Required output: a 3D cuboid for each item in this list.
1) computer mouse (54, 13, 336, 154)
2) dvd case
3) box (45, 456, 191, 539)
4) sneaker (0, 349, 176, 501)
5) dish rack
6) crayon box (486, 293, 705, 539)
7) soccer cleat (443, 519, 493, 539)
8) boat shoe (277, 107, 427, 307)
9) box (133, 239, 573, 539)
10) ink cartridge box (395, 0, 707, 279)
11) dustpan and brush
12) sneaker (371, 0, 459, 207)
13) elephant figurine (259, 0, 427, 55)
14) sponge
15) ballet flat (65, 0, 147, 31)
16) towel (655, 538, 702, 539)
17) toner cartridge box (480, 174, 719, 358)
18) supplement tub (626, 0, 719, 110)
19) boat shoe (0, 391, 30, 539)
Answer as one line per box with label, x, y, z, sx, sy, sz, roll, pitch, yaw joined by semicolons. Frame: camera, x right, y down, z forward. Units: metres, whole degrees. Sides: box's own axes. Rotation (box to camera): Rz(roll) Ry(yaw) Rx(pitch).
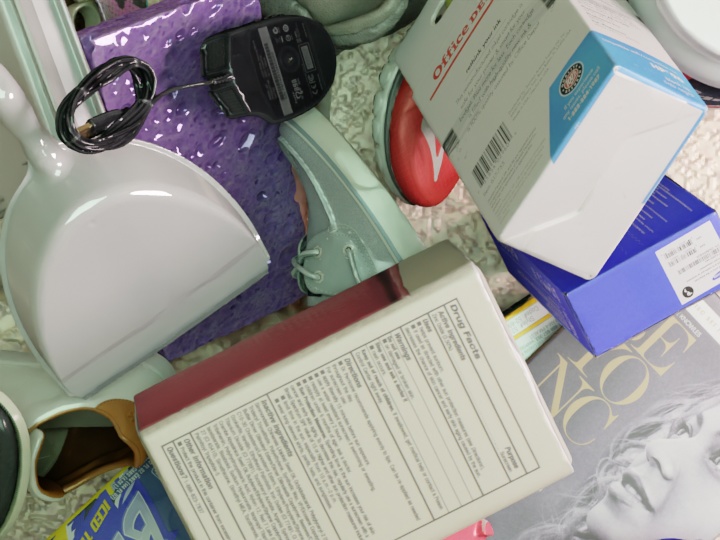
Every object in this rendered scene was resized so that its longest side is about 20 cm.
computer mouse;-0.090;-0.098;1.596;0.200;0.034;0.059;-18;95;-42
dvd case;0.150;0.101;1.691;0.200;0.016;0.149;-44;90;-3
box;-0.164;0.193;1.650;0.070;0.064;0.200;42;68;14
sneaker;-0.206;0.091;1.666;0.200;0.085;0.073;-10;125;18
dish rack;-0.211;-0.125;1.654;0.044;0.172;0.200;-21;91;-29
crayon box;0.107;0.128;1.722;0.126;0.052;0.200;-33;90;-3
soccer cleat;0.024;0.214;1.661;0.076;0.067;0.200;5;87;40
boat shoe;0.000;0.000;1.662;0.071;0.070;0.201;-33;92;-5
box;-0.007;0.087;1.587;0.200;0.109;0.128;-26;100;-2
ink cartridge box;0.098;-0.101;1.593;0.068;0.200;0.116;22;114;-29
dustpan and brush;-0.151;-0.038;1.580;0.140;0.200;0.057;-35;45;-2
sneaker;0.076;-0.124;1.693;0.085;0.077;0.200;31;99;41
elephant figurine;-0.017;-0.177;1.700;0.141;0.155;0.200;-7;108;-41
sponge;-0.092;-0.058;1.665;0.112;0.030;0.200;-26;119;-29
ballet flat;-0.148;-0.083;1.701;0.071;0.069;0.200;-9;90;-43
towel;0.127;0.242;1.659;0.148;0.050;0.200;-2;121;-39
toner cartridge box;0.137;-0.015;1.651;0.095;0.200;0.043;-27;107;-3
supplement tub;0.210;-0.166;1.659;0.140;0.200;0.140;0;89;-2
boat shoe;-0.250;0.142;1.644;0.075;0.066;0.199;51;129;9
